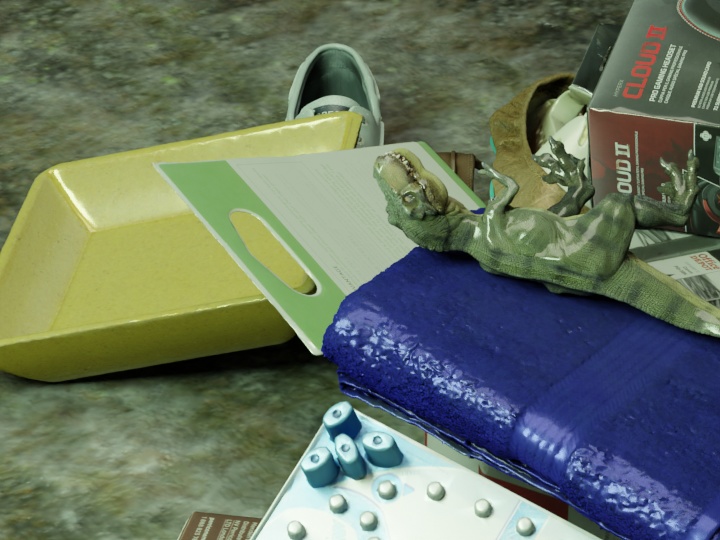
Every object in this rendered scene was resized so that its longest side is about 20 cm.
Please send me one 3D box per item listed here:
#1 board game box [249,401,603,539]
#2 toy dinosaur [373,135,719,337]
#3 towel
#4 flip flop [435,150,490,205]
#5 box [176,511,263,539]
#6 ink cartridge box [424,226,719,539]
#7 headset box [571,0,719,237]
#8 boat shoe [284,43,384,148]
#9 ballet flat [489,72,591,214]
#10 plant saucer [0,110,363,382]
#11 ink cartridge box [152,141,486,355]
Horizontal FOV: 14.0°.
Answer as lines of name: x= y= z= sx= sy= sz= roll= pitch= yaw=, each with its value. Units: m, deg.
board game box: x=0.021 y=0.176 z=1.185 sx=0.200 sy=0.026 sz=0.200 roll=27 pitch=72 yaw=19
toy dinosaur: x=0.104 y=-0.018 z=1.289 sx=0.200 sy=0.048 sz=0.088 roll=20 pitch=48 yaw=6
towel: x=0.097 y=0.053 z=1.268 sx=0.200 sy=0.050 sz=0.148 roll=30 pitch=36 yaw=21
flip flop: x=0.040 y=-0.034 z=1.646 sx=0.200 sy=0.058 sz=0.081 roll=-28 pitch=-4 yaw=-31
box: x=0.015 y=0.170 z=1.267 sx=0.200 sy=0.100 sz=0.075 roll=6 pitch=30 yaw=12
ink cartridge box: x=0.136 y=0.060 z=1.410 sx=0.200 sy=0.147 sz=0.083 roll=-10 pitch=31 yaw=-17
headset box: x=0.204 y=-0.086 z=1.411 sx=0.200 sy=0.075 sz=0.149 roll=10 pitch=45 yaw=18
boat shoe: x=-0.021 y=-0.071 z=1.725 sx=0.070 sy=0.072 sz=0.201 roll=0 pitch=31 yaw=0
ballet flat: x=0.108 y=-0.057 z=1.545 sx=0.068 sy=0.072 sz=0.200 roll=35 pitch=19 yaw=-12
plant saucer: x=-0.099 y=-0.006 z=1.601 sx=0.200 sy=0.049 sz=0.200 roll=-9 pitch=29 yaw=15
ink cartridge box: x=0.000 y=0.000 z=1.467 sx=0.200 sy=0.048 sz=0.146 roll=-9 pitch=47 yaw=-44
